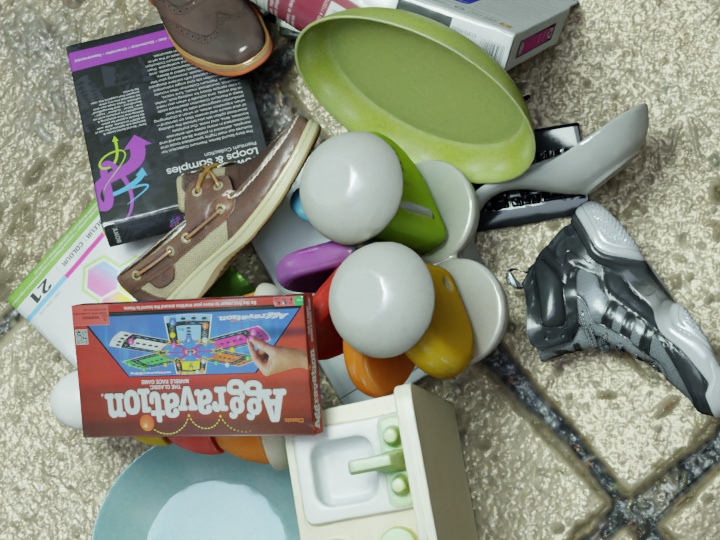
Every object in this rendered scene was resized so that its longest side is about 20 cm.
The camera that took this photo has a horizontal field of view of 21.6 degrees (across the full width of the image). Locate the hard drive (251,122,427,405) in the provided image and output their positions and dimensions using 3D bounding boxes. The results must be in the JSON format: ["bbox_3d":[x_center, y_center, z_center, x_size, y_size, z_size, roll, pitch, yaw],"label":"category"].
[{"bbox_3d":[0.000,0.000,1.525,0.132,0.027,0.200,-30,85,8],"label":"hard drive"}]

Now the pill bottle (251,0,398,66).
[{"bbox_3d":[-0.046,-0.253,1.489,0.200,0.114,0.114,33,90,5],"label":"pill bottle"}]

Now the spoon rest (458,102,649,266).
[{"bbox_3d":[0.144,-0.069,1.474,0.200,0.099,0.061,-42,83,24],"label":"spoon rest"}]

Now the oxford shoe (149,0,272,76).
[{"bbox_3d":[-0.142,-0.229,1.543,0.071,0.073,0.200,-38,53,-9],"label":"oxford shoe"}]

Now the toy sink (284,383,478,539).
[{"bbox_3d":[0.013,0.166,1.425,0.112,0.200,0.131,-12,80,10],"label":"toy sink"}]

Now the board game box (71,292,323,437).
[{"bbox_3d":[-0.123,0.072,1.406,0.199,0.019,0.103,-3,95,25],"label":"board game box"}]

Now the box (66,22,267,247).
[{"bbox_3d":[-0.154,-0.119,1.537,0.142,0.036,0.200,-14,53,-3],"label":"box"}]

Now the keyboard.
[{"bbox_3d":[0.080,-0.083,1.530,0.199,0.040,0.105,-10,80,10],"label":"keyboard"}]

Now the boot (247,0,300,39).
[{"bbox_3d":[-0.006,-0.246,1.571,0.199,0.068,0.131,17,97,15],"label":"boot"}]

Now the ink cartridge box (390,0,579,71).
[{"bbox_3d":[0.101,-0.199,1.474,0.094,0.200,0.037,22,113,14],"label":"ink cartridge box"}]

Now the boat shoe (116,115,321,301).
[{"bbox_3d":[-0.110,-0.048,1.434,0.072,0.072,0.200,39,109,-7],"label":"boat shoe"}]

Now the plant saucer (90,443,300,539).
[{"bbox_3d":[-0.118,0.230,1.527,0.200,0.039,0.202,-2,82,11],"label":"plant saucer"}]

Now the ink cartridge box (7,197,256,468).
[{"bbox_3d":[-0.162,0.040,1.546,0.200,0.076,0.148,42,92,16],"label":"ink cartridge box"}]

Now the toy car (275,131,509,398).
[{"bbox_3d":[0.008,-0.001,1.426,0.150,0.175,0.201,-25,70,28],"label":"toy car"}]

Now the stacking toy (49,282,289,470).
[{"bbox_3d":[-0.147,0.089,1.480,0.199,0.146,0.147,-5,81,7],"label":"stacking toy"}]

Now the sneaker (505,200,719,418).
[{"bbox_3d":[0.198,0.052,1.469,0.114,0.075,0.200,-36,70,6],"label":"sneaker"}]

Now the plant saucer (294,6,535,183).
[{"bbox_3d":[0.046,-0.137,1.423,0.199,0.200,0.031,22,68,15],"label":"plant saucer"}]
